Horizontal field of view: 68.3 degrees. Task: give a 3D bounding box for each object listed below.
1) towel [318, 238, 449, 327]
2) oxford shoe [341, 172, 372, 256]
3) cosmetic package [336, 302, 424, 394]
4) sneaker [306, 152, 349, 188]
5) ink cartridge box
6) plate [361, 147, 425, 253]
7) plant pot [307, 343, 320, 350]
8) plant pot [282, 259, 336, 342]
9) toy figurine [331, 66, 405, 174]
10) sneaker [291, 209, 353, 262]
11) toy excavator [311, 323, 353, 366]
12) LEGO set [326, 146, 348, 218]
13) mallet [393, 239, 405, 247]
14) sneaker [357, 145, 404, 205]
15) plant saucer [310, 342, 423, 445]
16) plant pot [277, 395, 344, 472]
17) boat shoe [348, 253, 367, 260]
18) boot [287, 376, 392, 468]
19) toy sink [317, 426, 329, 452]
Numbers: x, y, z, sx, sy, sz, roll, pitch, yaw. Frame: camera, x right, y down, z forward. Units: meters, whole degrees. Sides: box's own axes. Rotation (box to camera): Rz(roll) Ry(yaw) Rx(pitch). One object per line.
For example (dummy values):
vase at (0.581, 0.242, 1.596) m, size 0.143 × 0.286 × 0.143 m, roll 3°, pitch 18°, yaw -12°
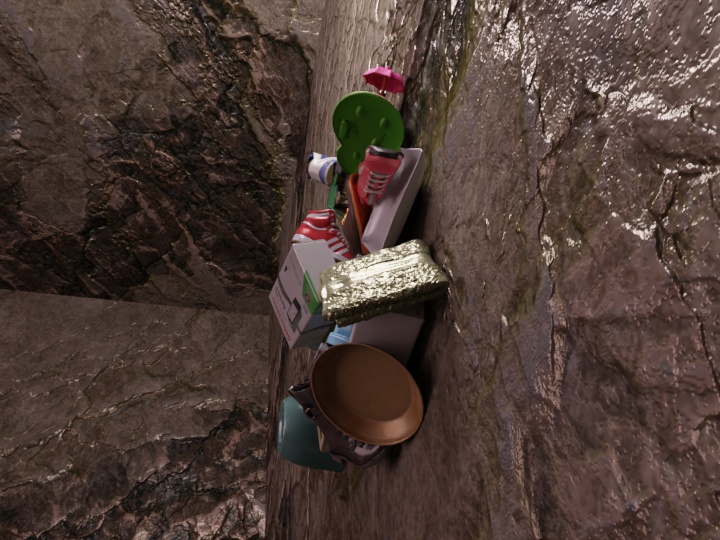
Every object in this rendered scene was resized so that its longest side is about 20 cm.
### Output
towel at (0.029, 0.015, 0.828) m, size 0.149 × 0.194 × 0.037 m, roll -109°, pitch 5°, yaw -57°
oxford shoe at (-0.014, -0.110, 1.134) m, size 0.071 × 0.071 × 0.204 m, roll -49°, pitch -43°, yaw -47°
cosmetic package at (0.033, 0.125, 0.903) m, size 0.086 × 0.105 × 0.204 m, roll -76°, pitch 3°, yaw -58°
sneaker at (-0.071, -0.258, 1.335) m, size 0.198 × 0.113 × 0.083 m, roll -16°, pitch -56°, yaw -58°
ink cartridge box at (-0.115, 0.056, 1.147) m, size 0.148 × 0.082 × 0.201 m, roll 62°, pitch 143°, yaw 24°
plate at (0.063, -0.127, 0.992) m, size 0.200 × 0.032 × 0.204 m, roll -123°, pitch 54°, yaw -74°
plant pot at (-0.141, 0.138, 1.571) m, size 0.200 × 0.130 × 0.207 m, roll -173°, pitch 90°, yaw -77°
plant pot at (-0.079, 0.066, 1.310) m, size 0.201 × 0.195 × 0.194 m, roll 117°, pitch 142°, yaw -54°
toy figurine at (0.030, -0.327, 1.098) m, size 0.201 × 0.147 × 0.187 m, roll 118°, pitch 174°, yaw -51°
sneaker at (-0.052, -0.067, 1.238) m, size 0.115 × 0.196 × 0.071 m, roll -64°, pitch 4°, yaw -21°
toy excavator at (-0.017, 0.123, 1.095) m, size 0.195 × 0.098 × 0.204 m, roll 118°, pitch 176°, yaw -77°
LEGO set at (0.011, -0.198, 1.235) m, size 0.152 × 0.114 × 0.206 m, roll 23°, pitch 112°, yaw 45°
mallet at (0.040, 0.041, 0.999) m, size 0.066 × 0.040 × 0.205 m, roll -174°, pitch 103°, yaw -76°
sneaker at (0.034, -0.171, 1.000) m, size 0.200 × 0.072 × 0.089 m, roll 151°, pitch 129°, yaw -82°
plant saucer at (0.013, 0.195, 0.868) m, size 0.036 × 0.196 × 0.204 m, roll -50°, pitch -20°, yaw -56°
plant pot at (-0.124, 0.396, 1.333) m, size 0.200 × 0.156 × 0.207 m, roll -174°, pitch 90°, yaw -76°
boat shoe at (0.000, 0.000, 1.072) m, size 0.200 × 0.070 × 0.067 m, roll 26°, pitch -133°, yaw -78°
boot at (-0.042, 0.267, 0.968) m, size 0.198 × 0.069 × 0.177 m, roll -22°, pitch 104°, yaw 45°
toy sink at (-0.040, 0.268, 1.148) m, size 0.202 × 0.109 × 0.133 m, roll -105°, pitch 26°, yaw -56°
